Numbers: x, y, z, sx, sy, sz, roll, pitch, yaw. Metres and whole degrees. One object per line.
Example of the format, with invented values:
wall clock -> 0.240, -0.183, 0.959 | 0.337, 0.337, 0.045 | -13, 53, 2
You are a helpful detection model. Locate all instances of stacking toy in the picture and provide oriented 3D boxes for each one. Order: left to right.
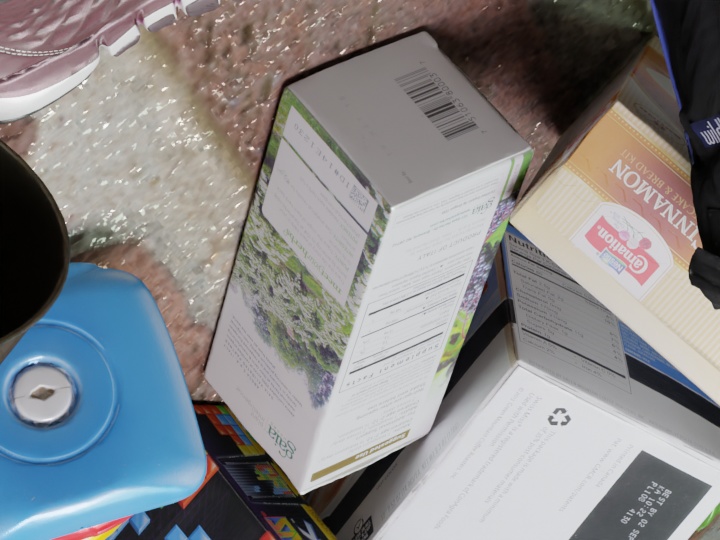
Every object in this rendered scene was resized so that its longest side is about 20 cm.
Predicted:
stacking toy -> -0.135, 0.086, 1.269 | 0.116, 0.110, 0.200 | -16, 159, -12

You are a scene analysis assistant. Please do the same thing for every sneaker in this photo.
sneaker -> -0.078, -0.136, 1.012 | 0.200, 0.076, 0.116 | -37, 151, -4

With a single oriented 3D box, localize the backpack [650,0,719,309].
backpack -> 0.204, -0.109, 1.175 | 0.147, 0.200, 0.183 | -8, 166, -36

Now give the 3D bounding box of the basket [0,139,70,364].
basket -> -0.218, 0.043, 1.041 | 0.180, 0.136, 0.200 | 4, 138, -28

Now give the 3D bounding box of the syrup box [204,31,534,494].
syrup box -> 0.000, 0.000, 1.316 | 0.081, 0.079, 0.200 | -24, 149, -31

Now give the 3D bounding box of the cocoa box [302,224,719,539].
cocoa box -> 0.069, 0.105, 1.458 | 0.133, 0.131, 0.200 | 28, 117, -19

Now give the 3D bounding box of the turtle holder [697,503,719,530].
turtle holder -> 0.173, 0.035, 1.565 | 0.132, 0.141, 0.186 | -22, 112, -61

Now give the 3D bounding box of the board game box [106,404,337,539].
board game box -> -0.087, 0.189, 1.398 | 0.200, 0.165, 0.057 | -51, 152, 19

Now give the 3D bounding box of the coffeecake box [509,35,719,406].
coffeecake box -> 0.157, -0.017, 1.329 | 0.073, 0.153, 0.200 | -49, -179, 16
